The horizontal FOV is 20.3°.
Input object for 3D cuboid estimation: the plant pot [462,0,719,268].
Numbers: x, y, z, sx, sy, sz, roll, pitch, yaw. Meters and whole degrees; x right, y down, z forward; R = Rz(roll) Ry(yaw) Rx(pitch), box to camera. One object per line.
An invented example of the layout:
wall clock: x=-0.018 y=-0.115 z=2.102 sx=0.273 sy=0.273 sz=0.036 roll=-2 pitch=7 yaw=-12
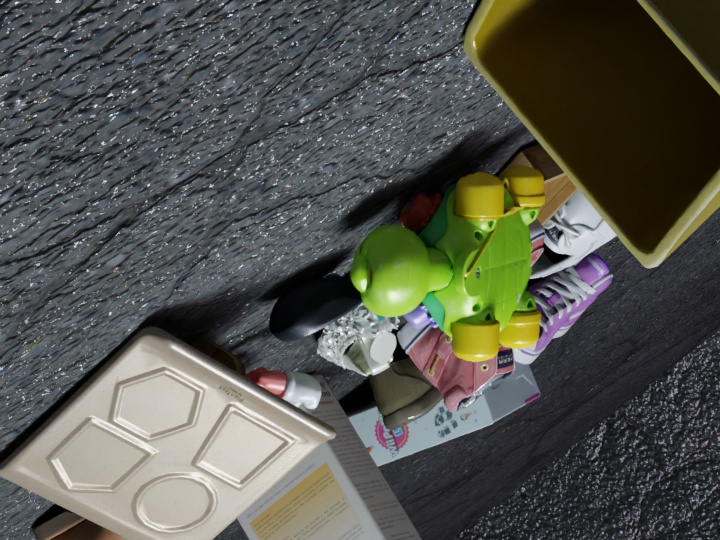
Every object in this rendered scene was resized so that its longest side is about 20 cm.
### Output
plant pot: x=0.214 y=-0.160 z=1.234 sx=0.199 sy=0.195 sz=0.196 roll=-34 pitch=168 yaw=-24

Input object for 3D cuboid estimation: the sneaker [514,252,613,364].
sneaker: x=0.206 y=0.026 z=2.137 sx=0.114 sy=0.073 sz=0.200 roll=-46 pitch=173 yaw=27

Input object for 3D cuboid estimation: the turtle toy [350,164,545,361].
turtle toy: x=0.069 y=-0.007 z=1.557 sx=0.100 sy=0.147 sz=0.199 roll=6 pitch=-171 yaw=30

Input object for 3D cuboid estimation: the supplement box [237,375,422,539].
supplement box: x=-0.044 y=0.215 z=1.874 sx=0.126 sy=0.201 sz=0.073 roll=-39 pitch=163 yaw=23

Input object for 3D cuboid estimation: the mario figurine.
mario figurine: x=-0.100 y=0.124 z=1.613 sx=0.122 sy=0.107 sz=0.200 roll=-2 pitch=164 yaw=13

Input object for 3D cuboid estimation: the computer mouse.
computer mouse: x=0.000 y=0.000 z=1.606 sx=0.199 sy=0.034 sz=0.058 roll=-34 pitch=-167 yaw=-39

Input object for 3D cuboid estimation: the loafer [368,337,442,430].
loafer: x=0.072 y=0.083 z=1.992 sx=0.076 sy=0.068 sz=0.200 roll=-24 pitch=-168 yaw=35

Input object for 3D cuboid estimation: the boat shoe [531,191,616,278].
boat shoe: x=0.197 y=-0.041 z=1.846 sx=0.065 sy=0.074 sz=0.200 roll=-33 pitch=166 yaw=-26

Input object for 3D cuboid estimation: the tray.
tray: x=0.126 y=-0.047 z=1.735 sx=0.098 sy=0.037 sz=0.200 roll=-23 pitch=161 yaw=-41

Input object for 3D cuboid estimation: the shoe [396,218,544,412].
shoe: x=0.114 y=0.041 z=1.736 sx=0.071 sy=0.091 sz=0.200 roll=-21 pitch=161 yaw=-45

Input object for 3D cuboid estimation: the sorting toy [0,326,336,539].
sorting toy: x=-0.147 y=0.131 z=1.510 sx=0.184 sy=0.037 sz=0.200 roll=32 pitch=122 yaw=-33

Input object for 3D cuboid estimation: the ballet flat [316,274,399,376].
ballet flat: x=0.002 y=0.057 z=1.732 sx=0.071 sy=0.072 sz=0.200 roll=-32 pitch=167 yaw=-10

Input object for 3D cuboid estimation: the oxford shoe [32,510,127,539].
oxford shoe: x=-0.196 y=0.216 z=1.713 sx=0.199 sy=0.072 sz=0.071 roll=-32 pitch=170 yaw=39

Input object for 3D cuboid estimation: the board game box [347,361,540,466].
board game box: x=0.072 y=0.151 z=2.114 sx=0.199 sy=0.065 sz=0.147 roll=-23 pitch=177 yaw=26
